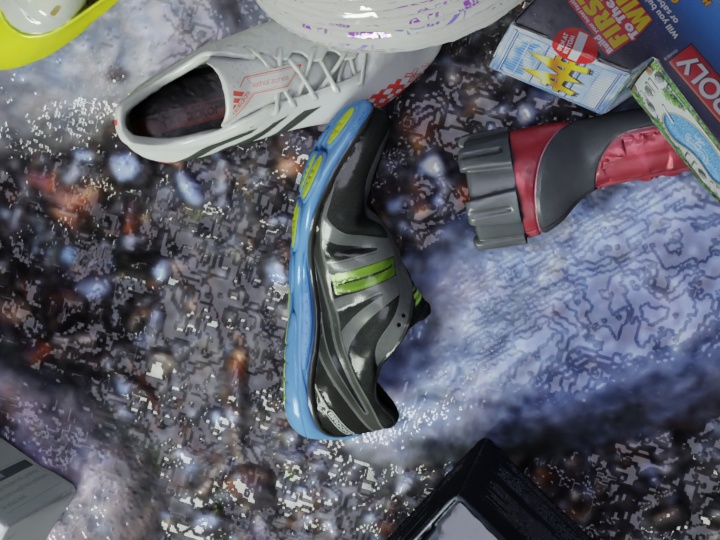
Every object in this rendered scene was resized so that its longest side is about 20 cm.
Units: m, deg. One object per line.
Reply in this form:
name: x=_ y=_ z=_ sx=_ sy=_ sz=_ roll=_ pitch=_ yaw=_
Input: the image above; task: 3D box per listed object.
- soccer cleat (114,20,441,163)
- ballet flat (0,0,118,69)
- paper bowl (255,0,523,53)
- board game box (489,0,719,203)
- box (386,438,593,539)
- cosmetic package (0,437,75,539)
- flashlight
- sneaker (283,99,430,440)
soccer cleat: x=-0.046 y=-0.109 z=0.979 sx=0.199 sy=0.085 sz=0.069 roll=-17 pitch=91 yaw=10
ballet flat: x=-0.155 y=-0.183 z=0.999 sx=0.199 sy=0.067 sz=0.067 roll=-30 pitch=90 yaw=10
paper bowl: x=0.026 y=-0.201 z=0.925 sx=0.199 sy=0.105 sz=0.202 roll=-10 pitch=54 yaw=13
board game box: x=0.179 y=-0.127 z=0.906 sx=0.199 sy=0.062 sz=0.201 roll=-33 pitch=80 yaw=-14
box: x=0.048 y=0.189 z=0.928 sx=0.104 sy=0.200 sz=0.148 roll=43 pitch=99 yaw=3
cosmetic package: x=-0.314 y=0.164 z=1.023 sx=0.199 sy=0.123 sz=0.200 roll=33 pitch=98 yaw=6
flashlight: x=0.156 y=-0.059 z=0.962 sx=0.198 sy=0.068 sz=0.068 roll=-8 pitch=110 yaw=9
sneaker: x=0.000 y=0.000 z=0.988 sx=0.082 sy=0.071 sz=0.201 roll=3 pitch=107 yaw=-2
